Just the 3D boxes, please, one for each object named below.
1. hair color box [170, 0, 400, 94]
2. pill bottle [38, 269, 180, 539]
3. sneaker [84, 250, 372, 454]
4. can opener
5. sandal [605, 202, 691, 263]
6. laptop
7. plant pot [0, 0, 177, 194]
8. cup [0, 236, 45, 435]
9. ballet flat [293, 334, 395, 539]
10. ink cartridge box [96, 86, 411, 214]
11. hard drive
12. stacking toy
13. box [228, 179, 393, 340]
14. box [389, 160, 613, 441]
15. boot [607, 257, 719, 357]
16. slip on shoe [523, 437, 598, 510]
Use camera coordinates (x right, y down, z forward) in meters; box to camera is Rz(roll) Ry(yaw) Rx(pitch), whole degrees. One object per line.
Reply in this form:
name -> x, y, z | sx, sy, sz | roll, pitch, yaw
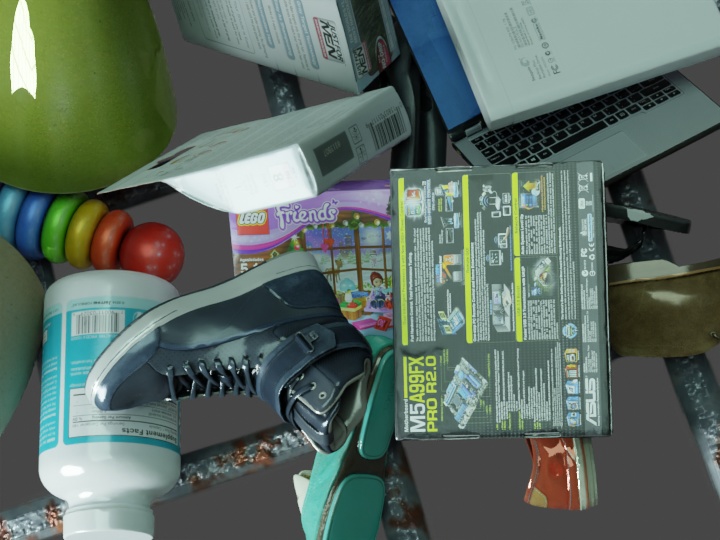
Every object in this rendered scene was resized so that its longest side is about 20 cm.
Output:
hair color box -> -0.069, -0.221, 1.366 | 0.199, 0.099, 0.061 | 22, 53, 35
pill bottle -> -0.195, 0.109, 1.310 | 0.110, 0.111, 0.202 | -4, 72, 9
sneaker -> -0.087, 0.083, 1.222 | 0.201, 0.077, 0.147 | -27, 60, -14
can opener -> 0.047, -0.119, 1.378 | 0.063, 0.078, 0.202 | 4, 72, -30
sandal -> 0.161, -0.032, 1.321 | 0.199, 0.075, 0.048 | 6, 92, 20
laptop -> 0.153, -0.166, 1.316 | 0.186, 0.116, 0.200 | -27, 41, -8
plant pot -> -0.242, -0.199, 1.338 | 0.185, 0.201, 0.188 | 2, 47, -2
cup -> -0.332, 0.046, 1.330 | 0.199, 0.201, 0.143 | 30, 53, 18
ballet flat -> -0.014, 0.146, 1.290 | 0.070, 0.067, 0.202 | 13, 88, 44
ink cartridge box -> -0.081, -0.084, 1.321 | 0.199, 0.162, 0.057 | -15, 103, 33
hard drive -> 0.171, -0.198, 1.310 | 0.198, 0.027, 0.133 | -19, 69, -5
stacking toy -> -0.240, -0.032, 1.387 | 0.198, 0.085, 0.086 | 20, 76, 10
box -> 0.000, 0.000, 1.314 | 0.198, 0.039, 0.138 | -2, 105, 10
box -> 0.103, 0.023, 1.233 | 0.159, 0.044, 0.202 | -3, 85, 10
boot -> 0.280, 0.024, 1.277 | 0.198, 0.074, 0.076 | -8, 83, 21
slip on shoe -> 0.136, 0.085, 1.281 | 0.061, 0.074, 0.202 | -9, 76, 3
